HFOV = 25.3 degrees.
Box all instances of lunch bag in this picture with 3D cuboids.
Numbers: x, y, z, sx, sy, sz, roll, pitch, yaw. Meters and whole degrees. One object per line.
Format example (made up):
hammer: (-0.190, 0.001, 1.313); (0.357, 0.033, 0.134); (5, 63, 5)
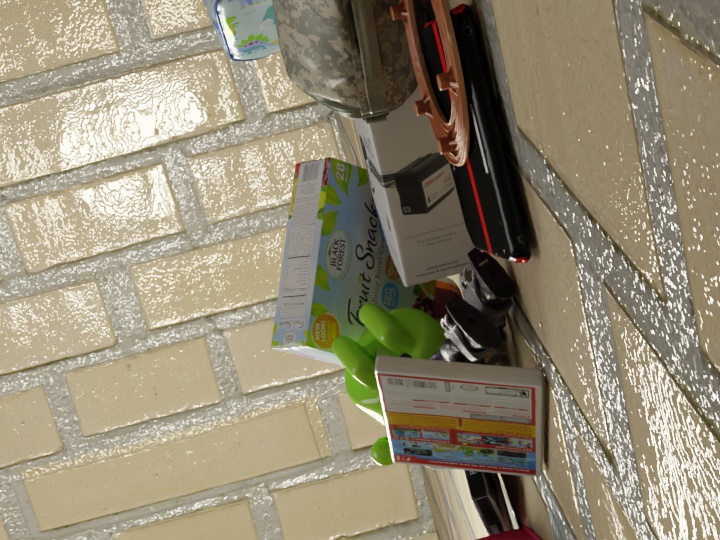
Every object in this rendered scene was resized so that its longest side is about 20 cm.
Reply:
lunch bag: (-0.011, -0.251, 1.414); (0.168, 0.139, 0.200); (-111, 9, -53)
lunch bag: (-0.067, -0.309, 1.670); (0.161, 0.199, 0.083); (77, 171, -69)

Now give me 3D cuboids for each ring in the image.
ring: (0.050, -0.179, 1.269); (0.200, 0.019, 0.201); (167, 90, -85)

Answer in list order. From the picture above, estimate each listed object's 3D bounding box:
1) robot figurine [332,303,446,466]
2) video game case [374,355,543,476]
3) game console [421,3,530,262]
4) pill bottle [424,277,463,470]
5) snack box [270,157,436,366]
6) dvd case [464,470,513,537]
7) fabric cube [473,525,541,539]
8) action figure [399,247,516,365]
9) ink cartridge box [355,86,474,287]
robot figurine: (0.065, 0.115, 1.600); (0.200, 0.176, 0.116); (40, -179, -32)
video game case: (0.091, 0.132, 1.428); (0.200, 0.142, 0.017); (80, -163, -60)
game console: (0.093, -0.108, 1.274); (0.177, 0.031, 0.201); (-151, 46, -82)
pill bottle: (0.083, 0.111, 1.773); (0.114, 0.114, 0.200); (78, 176, -52)
snack box: (0.000, 0.000, 1.686); (0.068, 0.168, 0.201); (-8, 71, 49)
dvd case: (0.144, 0.246, 1.857); (0.200, 0.025, 0.151); (65, -171, -51)
fabric cube: (0.120, 0.403, 1.702); (0.196, 0.199, 0.201); (142, 114, -87)
action figure: (0.090, 0.065, 1.446); (0.069, 0.130, 0.200); (38, 153, 10)
ink cartridge box: (0.049, -0.108, 1.561); (0.145, 0.083, 0.201); (-109, 6, -65)
